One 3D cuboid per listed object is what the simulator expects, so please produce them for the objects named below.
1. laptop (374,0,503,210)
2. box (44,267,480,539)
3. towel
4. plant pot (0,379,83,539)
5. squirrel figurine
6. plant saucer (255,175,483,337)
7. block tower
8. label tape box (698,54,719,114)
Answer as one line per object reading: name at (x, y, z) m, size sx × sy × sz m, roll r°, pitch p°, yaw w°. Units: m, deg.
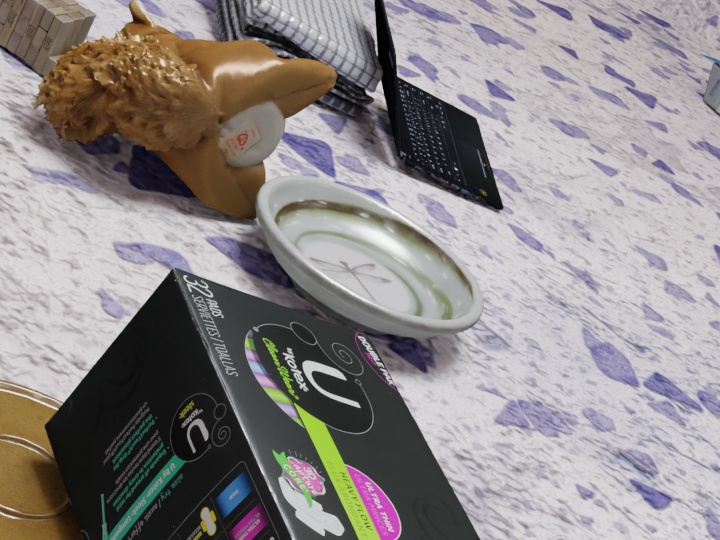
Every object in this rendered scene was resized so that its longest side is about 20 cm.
laptop at (0.078, -0.183, 1.577) m, size 0.200 × 0.103 × 0.177 m, roll 25°, pitch 31°, yaw -23°
box at (-0.044, 0.123, 0.772) m, size 0.149 × 0.124 × 0.200 m, roll 21°, pitch 28°, yaw -42°
towel at (-0.067, -0.252, 1.615) m, size 0.166 × 0.086 × 0.200 m, roll 27°, pitch 27°, yaw -27°
plant pot at (-0.182, 0.114, 0.800) m, size 0.200 × 0.027 × 0.200 m, roll 24°, pitch 24°, yaw -11°
squirrel figurine at (-0.159, -0.151, 1.239) m, size 0.200 × 0.142 × 0.187 m, roll 6°, pitch 26°, yaw -48°
plant saucer at (0.000, 0.000, 1.218) m, size 0.200 × 0.050 × 0.200 m, roll 24°, pitch 23°, yaw -11°
block tower at (-0.320, -0.243, 1.332) m, size 0.200 × 0.058 × 0.054 m, roll 36°, pitch 24°, yaw 11°
label tape box at (0.638, -0.267, 2.510) m, size 0.143 × 0.066 × 0.200 m, roll 14°, pitch 25°, yaw -34°
